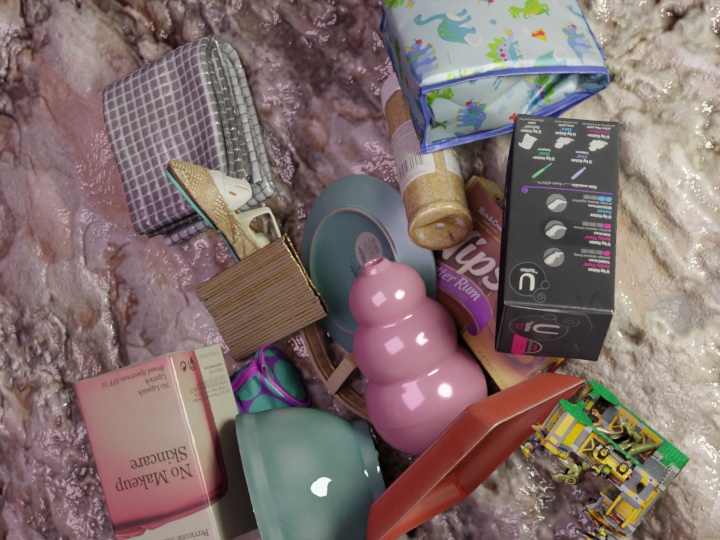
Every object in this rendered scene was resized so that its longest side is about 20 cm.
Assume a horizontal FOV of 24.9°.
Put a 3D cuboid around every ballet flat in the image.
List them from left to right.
[{"bbox_3d":[-0.134,-0.060,1.764,0.065,0.200,0.071,-34,38,5],"label":"ballet flat"}]

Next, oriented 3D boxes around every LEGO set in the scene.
[{"bbox_3d":[0.217,0.196,1.533,0.153,0.200,0.116,37,105,6],"label":"LEGO set"}]

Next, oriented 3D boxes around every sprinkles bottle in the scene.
[{"bbox_3d":[0.066,-0.116,1.667,0.068,0.068,0.201,-29,47,23],"label":"sprinkles bottle"}]

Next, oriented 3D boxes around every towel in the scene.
[{"bbox_3d":[-0.201,-0.146,1.852,0.164,0.085,0.202,-22,74,26],"label":"towel"}]

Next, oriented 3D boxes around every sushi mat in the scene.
[{"bbox_3d":[-0.109,0.033,1.758,0.199,0.012,0.096,-28,95,52],"label":"sushi mat"}]

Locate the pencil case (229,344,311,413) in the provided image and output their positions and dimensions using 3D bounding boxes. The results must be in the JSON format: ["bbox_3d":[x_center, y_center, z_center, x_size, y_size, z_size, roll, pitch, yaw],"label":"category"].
[{"bbox_3d":[-0.150,0.165,1.786,0.199,0.092,0.086,-37,43,19],"label":"pencil case"}]

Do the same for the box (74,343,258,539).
[{"bbox_3d":[-0.197,0.191,1.703,0.127,0.109,0.202,-17,86,24],"label":"box"}]

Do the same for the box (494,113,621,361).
[{"bbox_3d":[0.187,-0.031,1.554,0.105,0.123,0.202,5,65,3],"label":"box"}]

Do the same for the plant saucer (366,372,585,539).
[{"bbox_3d":[0.103,0.173,1.560,0.037,0.199,0.200,50,120,16],"label":"plant saucer"}]

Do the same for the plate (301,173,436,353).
[{"bbox_3d":[0.000,0.000,1.717,0.199,0.025,0.202,13,108,44],"label":"plate"}]

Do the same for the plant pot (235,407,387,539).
[{"bbox_3d":[-0.038,0.227,1.677,0.133,0.200,0.202,-16,75,-1],"label":"plant pot"}]

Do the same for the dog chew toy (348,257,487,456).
[{"bbox_3d":[0.049,0.082,1.627,0.124,0.125,0.202,-14,107,27],"label":"dog chew toy"}]

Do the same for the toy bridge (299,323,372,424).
[{"bbox_3d":[-0.014,0.108,1.735,0.200,0.027,0.067,52,143,11],"label":"toy bridge"}]

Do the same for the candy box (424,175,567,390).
[{"bbox_3d":[0.142,0.016,1.659,0.117,0.056,0.201,-43,67,19],"label":"candy box"}]

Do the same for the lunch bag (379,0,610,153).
[{"bbox_3d":[0.131,-0.229,1.635,0.198,0.128,0.171,-16,60,-5],"label":"lunch bag"}]
